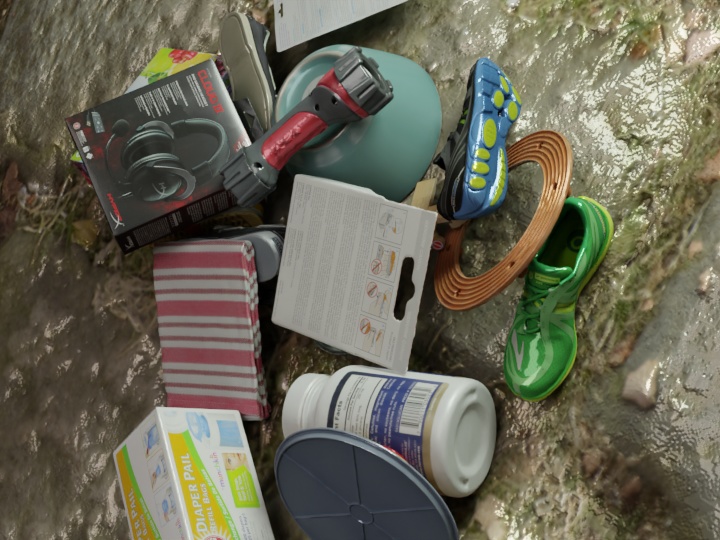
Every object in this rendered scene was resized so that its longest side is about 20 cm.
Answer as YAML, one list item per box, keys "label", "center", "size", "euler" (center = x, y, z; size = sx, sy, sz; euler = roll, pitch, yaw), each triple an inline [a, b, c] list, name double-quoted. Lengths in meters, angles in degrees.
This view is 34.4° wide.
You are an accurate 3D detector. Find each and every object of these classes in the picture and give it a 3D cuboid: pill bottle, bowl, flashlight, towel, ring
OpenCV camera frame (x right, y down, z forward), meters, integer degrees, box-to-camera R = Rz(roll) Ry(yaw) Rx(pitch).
- label: "pill bottle"
  center: [0.024, 0.152, 1.138]
  size: [0.198, 0.111, 0.113]
  euler: [4, 76, 35]
- label: "bowl"
  center: [-0.021, -0.166, 1.282]
  size: [0.199, 0.105, 0.204]
  euler: [-12, 68, 31]
- label: "flashlight"
  center: [-0.057, -0.141, 1.193]
  size: [0.199, 0.068, 0.068]
  euler: [-40, 86, 17]
- label: "towel"
  center: [-0.168, 0.065, 1.303]
  size: [0.145, 0.030, 0.203]
  euler: [0, 98, 35]
- label: "ring"
  center: [0.140, -0.047, 1.134]
  size: [0.201, 0.019, 0.202]
  euler: [-49, 22, 27]

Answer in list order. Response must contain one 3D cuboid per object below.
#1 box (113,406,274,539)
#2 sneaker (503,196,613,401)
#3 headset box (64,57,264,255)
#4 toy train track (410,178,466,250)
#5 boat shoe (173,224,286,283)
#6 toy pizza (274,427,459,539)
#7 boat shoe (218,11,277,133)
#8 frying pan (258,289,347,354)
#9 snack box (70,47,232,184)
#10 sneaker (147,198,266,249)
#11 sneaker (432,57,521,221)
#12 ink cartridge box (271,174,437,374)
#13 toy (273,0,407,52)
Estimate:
- label: "box"
  center: [-0.171, 0.257, 1.219]
  size: [0.101, 0.111, 0.202]
  euler: [-43, 54, 35]
- label: "sneaker"
  center: [0.175, 0.022, 1.098]
  size: [0.073, 0.083, 0.203]
  euler: [14, 83, 36]
- label: "headset box"
  center: [-0.205, -0.131, 1.297]
  size: [0.198, 0.077, 0.150]
  euler: [-24, 78, -8]
- label: "toy train track"
  center: [0.028, -0.038, 1.236]
  size: [0.198, 0.033, 0.116]
  euler: [-11, 40, 28]
- label: "boat shoe"
  center: [-0.147, -0.018, 1.327]
  size: [0.198, 0.068, 0.074]
  euler: [-15, 100, 39]
- label: "toy pizza"
  center: [0.007, 0.220, 1.102]
  size: [0.198, 0.202, 0.032]
  euler: [2, 36, 34]
- label: "boat shoe"
  center: [-0.115, -0.211, 1.370]
  size: [0.072, 0.062, 0.203]
  euler: [-31, 65, 40]
- label: "frying pan"
  center: [-0.040, 0.049, 1.264]
  size: [0.188, 0.031, 0.116]
  euler: [-23, 59, 28]
- label: "snack box"
  center: [-0.241, -0.182, 1.424]
  size: [0.141, 0.053, 0.201]
  euler: [13, 59, 37]
- label: "sneaker"
  center: [-0.196, -0.080, 1.397]
  size: [0.197, 0.075, 0.091]
  euler: [-7, 61, 25]
- label: "sneaker"
  center: [0.112, -0.136, 1.184]
  size: [0.082, 0.070, 0.202]
  euler: [-20, 46, 42]
- label: "ink cartridge box"
  center: [0.000, 0.000, 1.176]
  size: [0.198, 0.050, 0.163]
  euler: [17, 100, 40]
- label: "toy"
  center: [-0.008, -0.329, 1.365]
  size: [0.198, 0.047, 0.117]
  euler: [-19, 61, 24]
